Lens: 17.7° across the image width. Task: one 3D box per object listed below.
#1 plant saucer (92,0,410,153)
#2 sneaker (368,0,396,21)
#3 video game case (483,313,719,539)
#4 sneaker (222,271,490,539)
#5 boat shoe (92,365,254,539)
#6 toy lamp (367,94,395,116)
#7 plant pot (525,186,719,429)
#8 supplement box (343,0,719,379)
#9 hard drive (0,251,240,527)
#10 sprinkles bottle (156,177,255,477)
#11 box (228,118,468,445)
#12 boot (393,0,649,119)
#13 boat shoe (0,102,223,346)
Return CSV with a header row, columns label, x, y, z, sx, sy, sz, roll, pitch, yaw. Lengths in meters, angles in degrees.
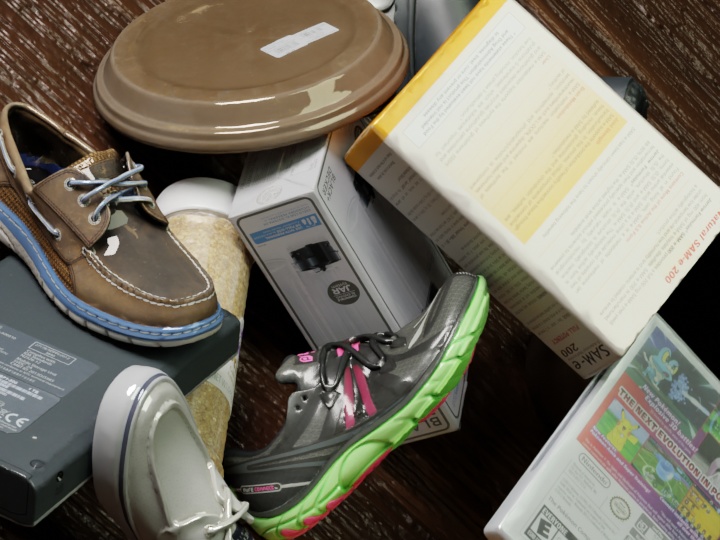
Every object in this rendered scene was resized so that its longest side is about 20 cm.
label,x,y,z,sx,sy,sz,roll,pitch,yaw
plant saucer,-0.069,-0.132,1.427,0.200,0.199,0.030,-54,145,-50
sneaker,0.007,-0.185,1.569,0.088,0.074,0.200,34,61,26
video game case,0.189,0.157,1.381,0.200,0.023,0.182,46,61,-12
sneaker,-0.003,0.069,1.352,0.084,0.200,0.077,46,-3,5
boat shoe,-0.085,0.134,1.211,0.071,0.069,0.201,-51,143,-41
toy lamp,0.028,-0.162,1.645,0.058,0.058,0.200,49,38,-8
plant pot,0.197,0.056,1.535,0.186,0.200,0.189,6,78,-27
supplement box,0.107,-0.051,1.374,0.200,0.074,0.126,43,70,-1
hard drive,-0.172,0.052,1.233,0.139,0.033,0.200,21,33,21
sprinkles bottle,-0.101,0.040,1.350,0.068,0.068,0.201,32,44,-27
box,0.000,0.000,1.434,0.201,0.060,0.117,57,27,-31
boot,0.107,-0.124,1.520,0.076,0.167,0.202,1,93,-69
boat shoe,-0.148,-0.028,1.267,0.072,0.073,0.199,-22,42,-40
